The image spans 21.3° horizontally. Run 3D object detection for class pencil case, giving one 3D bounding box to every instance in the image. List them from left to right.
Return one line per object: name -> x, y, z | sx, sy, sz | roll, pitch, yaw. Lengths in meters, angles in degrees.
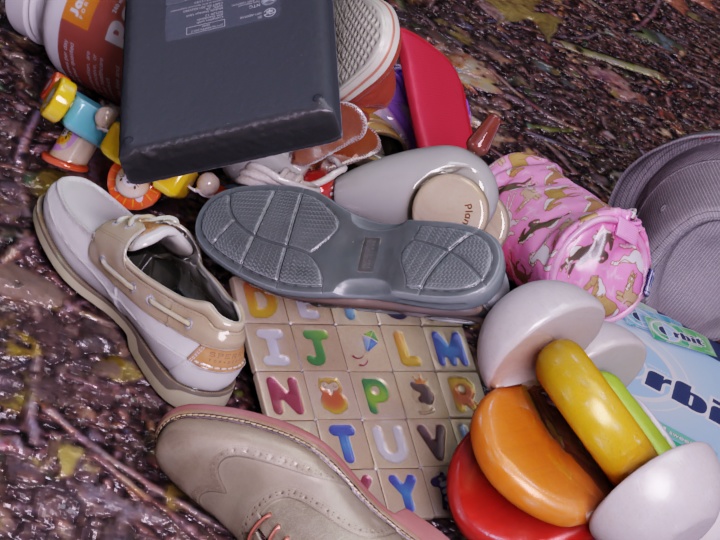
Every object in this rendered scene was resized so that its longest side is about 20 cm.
pencil case -> 0.140, -0.026, 1.379 | 0.086, 0.083, 0.200 | -11, 19, -13

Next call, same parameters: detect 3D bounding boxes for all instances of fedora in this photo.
fedora -> 0.262, -0.007, 1.421 | 0.177, 0.200, 0.090 | 36, 46, -6

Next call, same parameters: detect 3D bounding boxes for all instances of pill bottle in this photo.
pill bottle -> -0.156, -0.173, 1.383 | 0.199, 0.113, 0.112 | 27, 27, 24

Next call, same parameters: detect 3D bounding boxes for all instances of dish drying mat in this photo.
dish drying mat -> 0.065, -0.084, 1.392 | 0.077, 0.018, 0.201 | 32, 40, -45

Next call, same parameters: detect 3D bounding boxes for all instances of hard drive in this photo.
hard drive -> -0.086, -0.147, 1.241 | 0.139, 0.033, 0.201 | -12, 46, 7

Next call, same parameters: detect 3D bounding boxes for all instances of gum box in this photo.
gum box -> 0.202, 0.094, 1.337 | 0.169, 0.045, 0.200 | 28, 30, 3

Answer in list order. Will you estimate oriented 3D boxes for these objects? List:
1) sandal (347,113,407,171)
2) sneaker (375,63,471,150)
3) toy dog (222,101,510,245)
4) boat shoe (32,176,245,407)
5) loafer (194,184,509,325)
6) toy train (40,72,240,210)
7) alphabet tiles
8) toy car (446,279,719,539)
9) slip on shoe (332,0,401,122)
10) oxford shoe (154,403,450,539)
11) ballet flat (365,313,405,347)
sandal -> -0.008, -0.095, 1.422 | 0.199, 0.080, 0.054 | 30, 73, 12
sneaker -> 0.002, -0.131, 1.485 | 0.199, 0.089, 0.081 | 24, 31, -4
toy dog -> 0.015, -0.075, 1.257 | 0.199, 0.097, 0.132 | 18, 0, -9
boat shoe -> -0.132, -0.002, 1.192 | 0.075, 0.069, 0.200 | -8, 45, -46
loafer -> -0.005, 0.000, 1.158 | 0.199, 0.063, 0.072 | 11, 63, 22
toy train -> -0.140, -0.061, 1.302 | 0.200, 0.056, 0.150 | 33, 2, 30
alphabet tiles -> 0.005, 0.063, 1.192 | 0.166, 0.006, 0.201 | 2, 58, -32
toy car -> 0.127, 0.117, 1.131 | 0.175, 0.150, 0.200 | 55, 9, 28
slip on shoe -> -0.002, -0.137, 1.299 | 0.061, 0.075, 0.200 | 8, -11, -13
oxford shoe -> -0.033, 0.143, 1.047 | 0.199, 0.071, 0.075 | 29, 35, 5
ballet flat -> 0.000, 0.000, 1.307 | 0.069, 0.070, 0.200 | 21, 30, -11
